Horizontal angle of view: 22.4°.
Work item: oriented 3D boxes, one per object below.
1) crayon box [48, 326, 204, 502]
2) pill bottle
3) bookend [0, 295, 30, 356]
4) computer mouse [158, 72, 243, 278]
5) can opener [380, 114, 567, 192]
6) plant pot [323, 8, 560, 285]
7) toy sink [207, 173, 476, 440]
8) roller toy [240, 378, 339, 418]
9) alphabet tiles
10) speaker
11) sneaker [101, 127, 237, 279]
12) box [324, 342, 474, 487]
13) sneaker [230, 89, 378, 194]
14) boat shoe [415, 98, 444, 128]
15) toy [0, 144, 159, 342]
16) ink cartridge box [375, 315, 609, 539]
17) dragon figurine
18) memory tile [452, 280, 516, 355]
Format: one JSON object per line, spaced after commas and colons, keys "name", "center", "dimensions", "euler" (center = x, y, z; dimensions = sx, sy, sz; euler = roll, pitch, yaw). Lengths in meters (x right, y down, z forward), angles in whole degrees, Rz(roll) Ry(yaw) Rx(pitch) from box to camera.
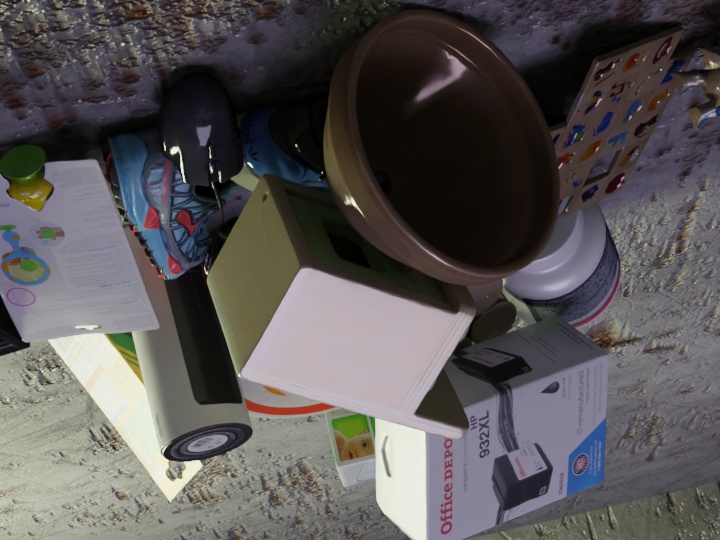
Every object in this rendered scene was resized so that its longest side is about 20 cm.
{"name": "crayon box", "center": [-0.199, 0.102, 1.645], "dimensions": [0.052, 0.200, 0.126], "euler": [-34, 173, -29]}
{"name": "pill bottle", "center": [0.169, -0.023, 1.660], "dimensions": [0.119, 0.120, 0.200], "euler": [-16, 162, 9]}
{"name": "bookend", "center": [-0.396, 0.022, 1.440], "dimensions": [0.198, 0.092, 0.200], "euler": [-16, 161, 8]}
{"name": "computer mouse", "center": [-0.107, -0.057, 1.345], "dimensions": [0.058, 0.034, 0.200], "euler": [-18, 128, -10]}
{"name": "can opener", "center": [0.103, -0.080, 1.558], "dimensions": [0.199, 0.079, 0.063], "euler": [-14, -171, 21]}
{"name": "plant pot", "center": [0.042, -0.076, 1.293], "dimensions": [0.200, 0.201, 0.093], "euler": [3, 159, -41]}
{"name": "toy sink", "center": [0.006, 0.026, 1.348], "dimensions": [0.200, 0.130, 0.112], "euler": [19, 116, -26]}
{"name": "roller toy", "center": [-0.062, 0.037, 1.645], "dimensions": [0.182, 0.140, 0.200], "euler": [-7, 152, -4]}
{"name": "alphabet tiles", "center": [0.188, -0.109, 1.454], "dimensions": [0.167, 0.008, 0.200], "euler": [-23, 150, -34]}
{"name": "speaker", "center": [-0.154, 0.055, 1.539], "dimensions": [0.081, 0.200, 0.081], "euler": [-14, 157, -6]}
{"name": "sneaker", "center": [-0.133, -0.053, 1.428], "dimensions": [0.095, 0.080, 0.200], "euler": [-16, 162, 3]}
{"name": "box", "center": [0.044, 0.090, 1.776], "dimensions": [0.176, 0.201, 0.097], "euler": [-12, 162, 1]}
{"name": "sneaker", "center": [-0.011, -0.085, 1.419], "dimensions": [0.111, 0.077, 0.200], "euler": [-13, 158, 30]}
{"name": "boat shoe", "center": [0.096, -0.102, 1.438], "dimensions": [0.066, 0.070, 0.200], "euler": [-29, 140, 8]}
{"name": "toy", "center": [-0.234, -0.025, 1.415], "dimensions": [0.115, 0.047, 0.200], "euler": [-5, 142, 7]}
{"name": "ink cartridge box", "center": [0.119, 0.145, 1.629], "dimensions": [0.200, 0.084, 0.145], "euler": [-18, 124, -26]}
{"name": "dragon figurine", "center": [0.310, -0.158, 1.418], "dimensions": [0.099, 0.059, 0.200], "euler": [-22, 173, -15]}
{"name": "memory tile", "center": [0.054, 0.033, 1.568], "dimensions": [0.153, 0.017, 0.200], "euler": [-36, 143, -7]}
